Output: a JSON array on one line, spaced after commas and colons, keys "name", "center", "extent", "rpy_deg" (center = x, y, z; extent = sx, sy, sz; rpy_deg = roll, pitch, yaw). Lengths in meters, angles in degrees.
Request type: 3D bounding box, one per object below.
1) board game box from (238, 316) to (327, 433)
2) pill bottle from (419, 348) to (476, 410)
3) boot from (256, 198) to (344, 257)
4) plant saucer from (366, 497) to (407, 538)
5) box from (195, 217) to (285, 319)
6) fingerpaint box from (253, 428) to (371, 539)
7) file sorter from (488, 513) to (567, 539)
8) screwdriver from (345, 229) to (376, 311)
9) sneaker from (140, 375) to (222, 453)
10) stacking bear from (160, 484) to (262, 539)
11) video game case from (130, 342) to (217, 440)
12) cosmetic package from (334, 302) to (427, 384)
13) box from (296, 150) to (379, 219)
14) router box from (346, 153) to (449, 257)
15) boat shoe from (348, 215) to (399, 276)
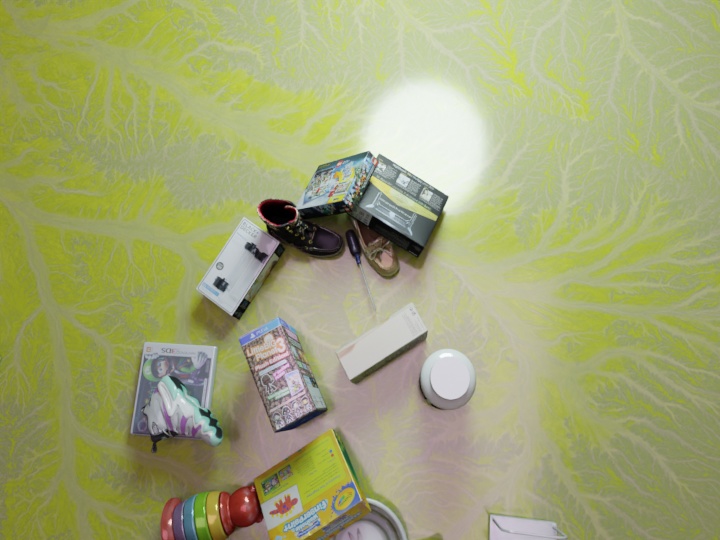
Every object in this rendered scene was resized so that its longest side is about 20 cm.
[{"name": "board game box", "center": [-0.160, 0.223, 1.117], "extent": [0.094, 0.160, 0.205], "rpy_deg": [-25, 74, -2]}, {"name": "pill bottle", "center": [0.174, 0.222, 1.064], "extent": [0.108, 0.200, 0.117], "rpy_deg": [-1, 76, 4]}, {"name": "boot", "center": [-0.138, -0.096, 1.196], "extent": [0.194, 0.151, 0.075], "rpy_deg": [20, 78, 10]}, {"name": "plant saucer", "center": [0.003, 0.570, 1.074], "extent": [0.192, 0.050, 0.208], "rpy_deg": [-1, 77, 5]}, {"name": "box", "center": [-0.279, -0.006, 1.235], "extent": [0.115, 0.060, 0.203], "rpy_deg": [32, 81, 12]}, {"name": "fingerpaint box", "center": [-0.100, 0.456, 1.069], "extent": [0.196, 0.074, 0.168], "rpy_deg": [-32, 48, -3]}, {"name": "file sorter", "center": [0.318, 0.594, 1.001], "extent": [0.133, 0.125, 0.208], "rpy_deg": [4, 77, 7]}, {"name": "screwdriver", "center": [0.000, 0.000, 1.221], "extent": [0.028, 0.028, 0.207], "rpy_deg": [-5, 70, -26]}, {"name": "sneaker", "center": [-0.395, 0.343, 1.135], "extent": [0.198, 0.078, 0.141], "rpy_deg": [38, 83, 22]}, {"name": "stacking bear", "center": [-0.299, 0.510, 1.092], "extent": [0.193, 0.114, 0.125], "rpy_deg": [-17, 75, -4]}, {"name": "video game case", "center": [-0.423, 0.272, 1.200], "extent": [0.174, 0.023, 0.208], "rpy_deg": [2, 77, 6]}, {"name": "cosmetic package", "center": [0.047, 0.160, 1.143], "extent": [0.196, 0.106, 0.072], "rpy_deg": [-31, 74, -4]}, {"name": "box", "center": [-0.058, -0.189, 1.192], "extent": [0.038, 0.197, 0.139], "rpy_deg": [40, 65, -31]}, {"name": "router box", "center": [0.086, -0.150, 1.200], "extent": [0.196, 0.053, 0.160], "rpy_deg": [31, 62, 2]}, {"name": "boat shoe", "center": [0.025, -0.080, 1.222], "extent": [0.072, 0.063, 0.203], "rpy_deg": [-31, 76, -3]}]
